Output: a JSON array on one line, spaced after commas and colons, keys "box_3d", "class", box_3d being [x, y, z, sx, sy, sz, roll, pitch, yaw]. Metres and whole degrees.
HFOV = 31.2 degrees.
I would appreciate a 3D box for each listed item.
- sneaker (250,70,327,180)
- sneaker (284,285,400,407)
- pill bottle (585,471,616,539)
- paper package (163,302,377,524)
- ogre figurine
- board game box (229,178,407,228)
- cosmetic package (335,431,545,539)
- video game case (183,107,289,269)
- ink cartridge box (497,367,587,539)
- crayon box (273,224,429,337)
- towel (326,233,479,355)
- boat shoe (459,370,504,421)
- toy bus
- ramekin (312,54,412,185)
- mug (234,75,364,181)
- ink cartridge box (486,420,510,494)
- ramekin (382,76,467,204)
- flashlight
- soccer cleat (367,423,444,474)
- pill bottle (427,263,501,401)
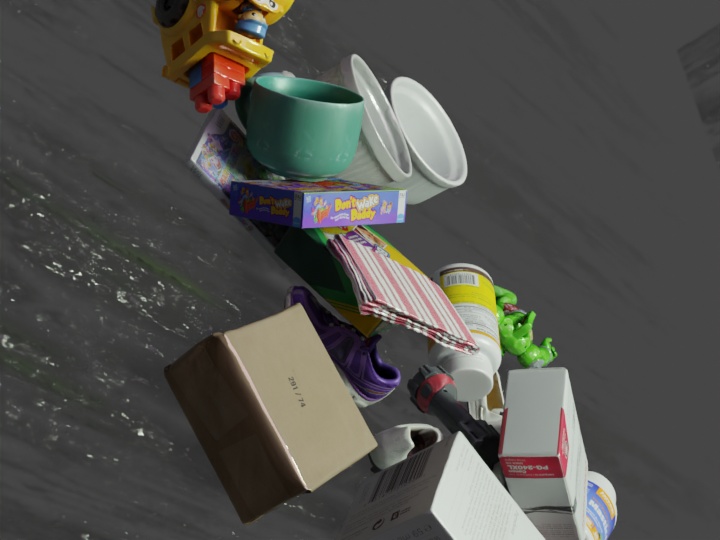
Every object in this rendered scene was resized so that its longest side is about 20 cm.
[{"box_3d": [-0.113, -0.188, 1.829, 0.081, 0.074, 0.201, -8, 68, -36], "class": "sneaker"}, {"box_3d": [-0.021, 0.087, 1.683, 0.200, 0.083, 0.081, 46, 31, -22], "class": "sneaker"}, {"box_3d": [0.321, 0.375, 1.933, 0.113, 0.112, 0.200, 59, 29, 1], "class": "pill bottle"}, {"box_3d": [-0.099, 0.158, 1.471, 0.201, 0.103, 0.190, 61, 28, 5], "class": "paper package"}, {"box_3d": [0.243, 0.090, 2.097, 0.120, 0.097, 0.201, -68, 134, -70], "class": "ogre figurine"}, {"box_3d": [-0.053, -0.090, 1.684, 0.199, 0.134, 0.045, -6, 104, -49], "class": "board game box"}, {"box_3d": [0.098, 0.340, 1.549, 0.200, 0.164, 0.165, 51, 29, -12], "class": "cosmetic package"}, {"box_3d": [-0.148, -0.112, 1.736, 0.200, 0.018, 0.144, 47, 31, -21], "class": "video game case"}, {"box_3d": [0.244, 0.249, 1.697, 0.146, 0.083, 0.201, -77, 156, -44], "class": "ink cartridge box"}, {"box_3d": [0.000, 0.000, 1.734, 0.172, 0.058, 0.200, 41, 20, 13], "class": "crayon box"}, {"box_3d": [0.053, 0.034, 1.636, 0.199, 0.030, 0.147, 25, 23, -36], "class": "towel"}, {"box_3d": [0.196, 0.231, 1.911, 0.071, 0.070, 0.201, 34, 37, -39], "class": "boat shoe"}, {"box_3d": [-0.175, -0.308, 1.697, 0.135, 0.199, 0.193, 20, 52, -40], "class": "toy bus"}, {"box_3d": [-0.012, -0.208, 1.916, 0.201, 0.104, 0.201, 58, 16, -27], "class": "ramekin"}, {"box_3d": [-0.082, -0.191, 1.735, 0.151, 0.115, 0.185, 4, 19, -21], "class": "mug"}, {"box_3d": [0.171, 0.315, 1.728, 0.200, 0.084, 0.146, -60, 140, -59], "class": "ink cartridge box"}, {"box_3d": [0.078, -0.205, 2.105, 0.200, 0.097, 0.202, 39, 35, -34], "class": "ramekin"}, {"box_3d": [0.133, 0.199, 1.747, 0.200, 0.067, 0.068, 43, -31, 55], "class": "flashlight"}, {"box_3d": [0.090, 0.242, 1.711, 0.199, 0.086, 0.070, 14, 51, -53], "class": "soccer cleat"}, {"box_3d": [0.153, 0.094, 1.930, 0.109, 0.109, 0.201, 38, 35, -33], "class": "pill bottle"}]
